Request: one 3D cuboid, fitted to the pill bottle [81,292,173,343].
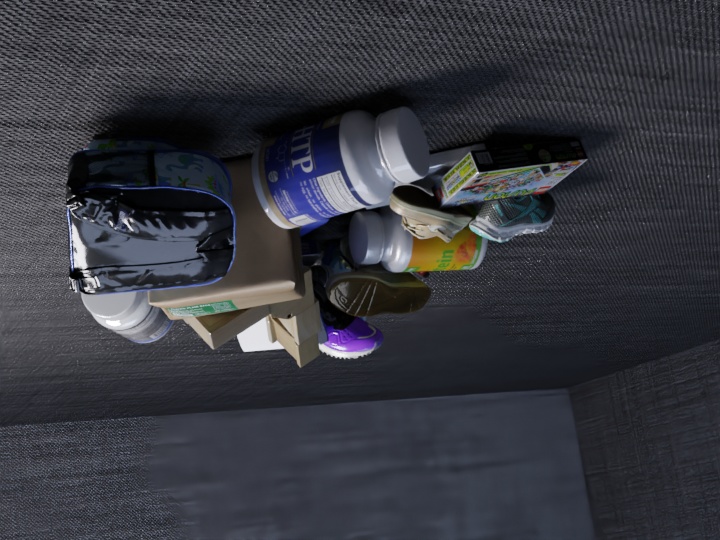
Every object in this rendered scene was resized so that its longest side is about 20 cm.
[{"bbox_3d":[-0.393,0.052,1.936,0.114,0.114,0.200,-9,165,5],"label":"pill bottle"}]

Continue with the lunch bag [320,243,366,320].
[{"bbox_3d":[-0.029,0.043,2.019,0.082,0.161,0.200,13,171,10],"label":"lunch bag"}]

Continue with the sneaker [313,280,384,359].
[{"bbox_3d":[-0.056,0.070,1.818,0.200,0.100,0.070,16,-144,29],"label":"sneaker"}]

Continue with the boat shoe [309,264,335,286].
[{"bbox_3d":[-0.134,0.029,1.931,0.200,0.072,0.071,-27,153,36],"label":"boat shoe"}]

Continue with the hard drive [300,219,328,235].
[{"bbox_3d":[-0.166,-0.073,1.723,0.200,0.025,0.132,3,162,-37],"label":"hard drive"}]

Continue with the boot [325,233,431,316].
[{"bbox_3d":[0.000,0.000,1.839,0.200,0.155,0.072,4,126,-40],"label":"boot"}]

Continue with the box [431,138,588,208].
[{"bbox_3d":[0.211,-0.137,1.610,0.200,0.035,0.110,-10,161,-32],"label":"box"}]

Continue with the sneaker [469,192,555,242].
[{"bbox_3d":[0.249,-0.106,1.760,0.078,0.091,0.200,29,-151,27],"label":"sneaker"}]

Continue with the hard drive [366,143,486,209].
[{"bbox_3d":[0.091,-0.135,1.655,0.200,0.027,0.132,-12,166,11],"label":"hard drive"}]

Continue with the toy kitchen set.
[{"bbox_3d":[-0.180,0.059,1.687,0.180,0.163,0.200,-33,145,-23],"label":"toy kitchen set"}]

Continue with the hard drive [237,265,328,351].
[{"bbox_3d":[-0.142,0.061,1.832,0.025,0.132,0.200,-27,-168,-41],"label":"hard drive"}]

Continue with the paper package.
[{"bbox_3d":[-0.182,-0.043,1.527,0.200,0.191,0.103,-8,163,4],"label":"paper package"}]

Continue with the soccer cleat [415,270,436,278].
[{"bbox_3d":[0.135,-0.050,1.941,0.200,0.085,0.069,-27,162,-51],"label":"soccer cleat"}]

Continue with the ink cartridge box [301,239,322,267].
[{"bbox_3d":[-0.173,-0.020,1.896,0.199,0.041,0.200,-4,172,-12],"label":"ink cartridge box"}]

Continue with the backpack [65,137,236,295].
[{"bbox_3d":[-0.254,-0.072,1.396,0.200,0.147,0.183,0,134,-12],"label":"backpack"}]

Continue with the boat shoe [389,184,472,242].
[{"bbox_3d":[0.095,-0.075,1.658,0.065,0.072,0.200,-57,154,14],"label":"boat shoe"}]

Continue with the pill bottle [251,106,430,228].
[{"bbox_3d":[-0.022,-0.132,1.414,0.200,0.120,0.120,-15,164,24],"label":"pill bottle"}]

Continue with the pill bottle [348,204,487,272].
[{"bbox_3d":[0.089,-0.053,1.796,0.200,0.111,0.111,-2,165,-21],"label":"pill bottle"}]
